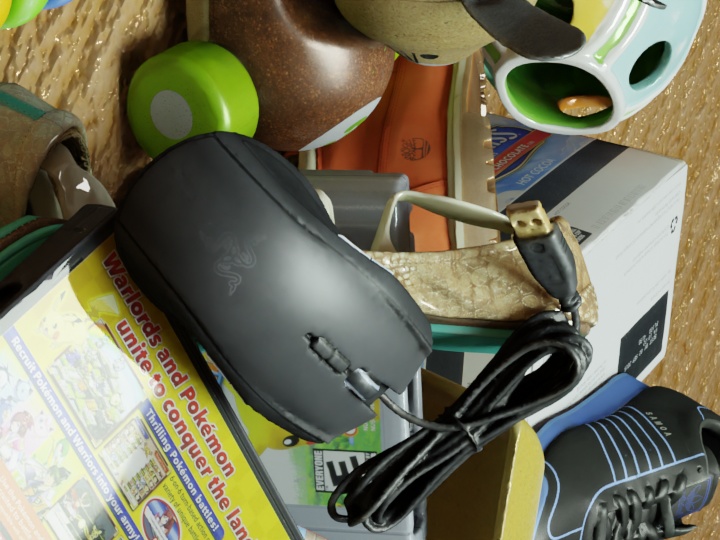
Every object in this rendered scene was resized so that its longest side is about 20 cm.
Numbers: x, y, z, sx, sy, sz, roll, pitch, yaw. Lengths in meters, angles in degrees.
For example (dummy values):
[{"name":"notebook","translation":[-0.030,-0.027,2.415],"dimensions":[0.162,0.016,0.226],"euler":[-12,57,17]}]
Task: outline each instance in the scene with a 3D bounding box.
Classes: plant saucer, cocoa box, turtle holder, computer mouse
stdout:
[{"name":"plant saucer","translation":[0.018,0.137,1.011],"dimensions":[0.048,0.200,0.200],"euler":[1,103,-35]},{"name":"cocoa box","translation":[0.075,0.016,1.135],"dimensions":[0.200,0.131,0.133],"euler":[-37,137,-51]},{"name":"turtle holder","translation":[0.118,-0.156,1.103],"dimensions":[0.186,0.141,0.132],"euler":[107,-3,-65]},{"name":"computer mouse","translation":[0.010,0.012,0.780],"dimensions":[0.140,0.046,0.200],"euler":[-37,124,0]}]

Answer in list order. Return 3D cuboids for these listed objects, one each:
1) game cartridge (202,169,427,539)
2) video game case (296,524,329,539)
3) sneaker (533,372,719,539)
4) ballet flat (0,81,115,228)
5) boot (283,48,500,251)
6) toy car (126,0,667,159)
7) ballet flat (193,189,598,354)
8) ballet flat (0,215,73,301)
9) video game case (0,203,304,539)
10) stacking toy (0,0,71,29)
[{"name":"game cartridge","translation":[-0.039,0.054,0.930],"dimensions":[0.040,0.133,0.200],"euler":[-42,131,-65]},{"name":"video game case","translation":[-0.092,0.149,0.838],"dimensions":[0.200,0.017,0.143],"euler":[28,68,-24]},{"name":"sneaker","translation":[0.133,0.110,1.064],"dimensions":[0.200,0.078,0.070],"euler":[-35,139,-53]},{"name":"ballet flat","translation":[-0.118,0.012,0.843],"dimensions":[0.067,0.062,0.200],"euler":[-55,146,-34]},{"name":"boot","translation":[0.013,-0.079,1.041],"dimensions":[0.200,0.107,0.075],"euler":[-89,171,-48]},{"name":"toy car","translation":[0.024,-0.116,0.902],"dimensions":[0.164,0.200,0.158],"euler":[-36,132,-52]},{"name":"ballet flat","translation":[0.000,0.000,0.852],"dimensions":[0.071,0.200,0.065],"euler":[147,-57,-67]},{"name":"ballet flat","translation":[-0.165,0.063,0.775],"dimensions":[0.067,0.070,0.200],"euler":[37,71,-30]},{"name":"video game case","translation":[-0.110,0.109,0.767],"dimensions":[0.181,0.025,0.200],"euler":[-46,125,-31]},{"name":"stacking toy","translation":[-0.137,-0.116,0.736],"dimensions":[0.200,0.085,0.085],"euler":[-40,136,-42]}]
